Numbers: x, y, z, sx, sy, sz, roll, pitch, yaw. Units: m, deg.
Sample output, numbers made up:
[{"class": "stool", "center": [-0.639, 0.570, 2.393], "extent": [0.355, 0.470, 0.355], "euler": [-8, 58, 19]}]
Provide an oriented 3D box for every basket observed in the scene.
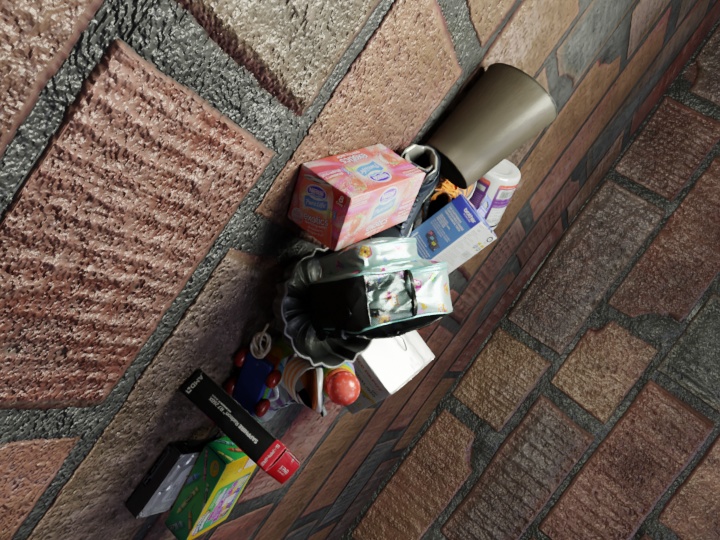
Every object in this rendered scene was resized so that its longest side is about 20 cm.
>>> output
[{"class": "basket", "center": [0.226, -0.257, 1.137], "extent": [0.200, 0.180, 0.136], "euler": [-45, 133, -4]}]

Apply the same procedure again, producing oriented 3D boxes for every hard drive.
[{"class": "hard drive", "center": [-0.320, 0.376, 1.141], "extent": [0.140, 0.038, 0.200], "euler": [-54, 158, 1]}]

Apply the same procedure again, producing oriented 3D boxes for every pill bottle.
[{"class": "pill bottle", "center": [0.287, -0.161, 1.459], "extent": [0.111, 0.111, 0.201], "euler": [-30, 149, -44]}]

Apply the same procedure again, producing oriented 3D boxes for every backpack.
[{"class": "backpack", "center": [0.037, 0.028, 0.945], "extent": [0.199, 0.154, 0.176], "euler": [1, 171, -28]}]

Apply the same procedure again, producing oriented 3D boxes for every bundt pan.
[{"class": "bundt pan", "center": [-0.062, 0.057, 1.032], "extent": [0.201, 0.076, 0.203], "euler": [-2, 94, -36]}]

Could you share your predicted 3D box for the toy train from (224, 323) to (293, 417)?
[{"class": "toy train", "center": [-0.155, 0.150, 1.084], "extent": [0.116, 0.084, 0.201], "euler": [-38, 155, -58]}]

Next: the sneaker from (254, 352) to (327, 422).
[{"class": "sneaker", "center": [-0.122, 0.246, 1.201], "extent": [0.078, 0.140, 0.201], "euler": [-13, 135, -59]}]

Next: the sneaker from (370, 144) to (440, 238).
[{"class": "sneaker", "center": [0.077, -0.131, 1.105], "extent": [0.203, 0.077, 0.146], "euler": [-60, 171, -10]}]

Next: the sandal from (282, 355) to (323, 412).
[{"class": "sandal", "center": [-0.106, 0.182, 1.064], "extent": [0.059, 0.207, 0.080], "euler": [-1, 102, -15]}]

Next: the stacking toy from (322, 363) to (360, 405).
[{"class": "stacking toy", "center": [-0.039, 0.187, 1.062], "extent": [0.085, 0.085, 0.200], "euler": [-50, -175, -8]}]

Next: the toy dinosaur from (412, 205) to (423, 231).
[{"class": "toy dinosaur", "center": [0.089, -0.094, 1.254], "extent": [0.200, 0.047, 0.088], "euler": [-47, 151, -23]}]

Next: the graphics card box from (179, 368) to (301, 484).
[{"class": "graphics card box", "center": [-0.191, 0.251, 0.994], "extent": [0.051, 0.200, 0.126], "euler": [-46, 158, -16]}]

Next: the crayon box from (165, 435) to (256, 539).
[{"class": "crayon box", "center": [-0.267, 0.396, 1.148], "extent": [0.119, 0.058, 0.201], "euler": [-5, 128, -62]}]

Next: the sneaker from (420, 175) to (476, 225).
[{"class": "sneaker", "center": [0.183, -0.158, 1.247], "extent": [0.112, 0.077, 0.201], "euler": [53, 60, -79]}]

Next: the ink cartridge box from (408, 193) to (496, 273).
[{"class": "ink cartridge box", "center": [0.177, -0.064, 1.194], "extent": [0.200, 0.077, 0.136], "euler": [-36, 158, 14]}]

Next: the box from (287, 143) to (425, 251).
[{"class": "box", "center": [-0.003, -0.117, 0.953], "extent": [0.200, 0.102, 0.095], "euler": [-26, 146, -48]}]

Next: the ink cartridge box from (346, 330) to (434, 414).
[{"class": "ink cartridge box", "center": [0.026, 0.190, 1.323], "extent": [0.144, 0.148, 0.200], "euler": [-35, 175, -34]}]
